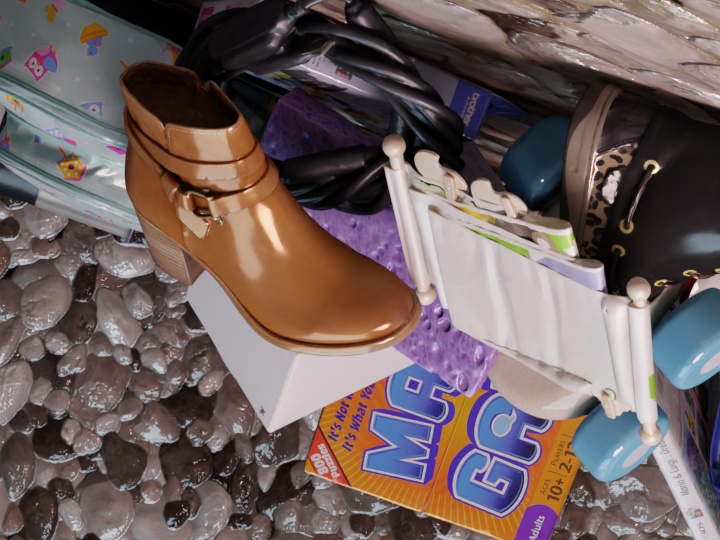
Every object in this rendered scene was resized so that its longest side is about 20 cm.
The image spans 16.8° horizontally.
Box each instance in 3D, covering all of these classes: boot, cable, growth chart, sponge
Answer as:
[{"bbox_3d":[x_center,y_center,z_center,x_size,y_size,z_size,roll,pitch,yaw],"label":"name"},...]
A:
[{"bbox_3d":[0.191,-0.007,1.389,0.150,0.201,0.073,12,-146,21],"label":"boot"},{"bbox_3d":[-0.059,-0.036,1.439,0.199,0.074,0.155,19,143,21],"label":"boot"},{"bbox_3d":[-0.027,-0.095,1.459,0.163,0.051,0.199,37,145,-24],"label":"cable"},{"bbox_3d":[0.091,0.007,1.394,0.199,0.018,0.145,31,145,30],"label":"growth chart"},{"bbox_3d":[0.015,-0.018,1.536,0.199,0.112,0.030,33,-148,13],"label":"sponge"}]

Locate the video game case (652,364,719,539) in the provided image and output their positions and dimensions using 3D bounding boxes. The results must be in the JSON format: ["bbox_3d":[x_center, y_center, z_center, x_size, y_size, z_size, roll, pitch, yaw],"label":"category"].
[{"bbox_3d":[0.237,0.087,1.833,0.024,0.201,0.183,-16,127,18],"label":"video game case"}]

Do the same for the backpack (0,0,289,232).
[{"bbox_3d":[-0.167,-0.115,1.648,0.175,0.154,0.200,27,176,33],"label":"backpack"}]

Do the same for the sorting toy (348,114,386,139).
[{"bbox_3d":[-0.018,-0.096,1.771,0.199,0.108,0.180,21,156,-25],"label":"sorting toy"}]

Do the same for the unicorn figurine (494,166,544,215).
[{"bbox_3d":[0.179,-0.037,1.714,0.136,0.074,0.200,11,-165,-27],"label":"unicorn figurine"}]

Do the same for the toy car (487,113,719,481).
[{"bbox_3d":[0.185,0.007,1.580,0.199,0.177,0.185,-13,-124,-49],"label":"toy car"}]

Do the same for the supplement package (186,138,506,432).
[{"bbox_3d":[0.000,0.000,1.667,0.122,0.199,0.120,56,155,19],"label":"supplement package"}]

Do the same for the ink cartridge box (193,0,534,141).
[{"bbox_3d":[0.000,-0.122,1.557,0.199,0.042,0.119,19,177,-20],"label":"ink cartridge box"}]

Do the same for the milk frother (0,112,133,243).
[{"bbox_3d":[-0.322,-0.078,2.547,0.187,0.201,0.180,19,172,-5],"label":"milk frother"}]

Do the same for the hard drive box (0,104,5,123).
[{"bbox_3d":[-0.340,-0.133,1.851,0.077,0.201,0.155,23,174,-41],"label":"hard drive box"}]

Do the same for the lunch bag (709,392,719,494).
[{"bbox_3d":[0.326,0.103,1.864,0.094,0.201,0.150,17,176,33],"label":"lunch bag"}]

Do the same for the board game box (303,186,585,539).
[{"bbox_3d":[0.090,0.060,1.910,0.198,0.201,0.200,19,-153,0],"label":"board game box"}]
